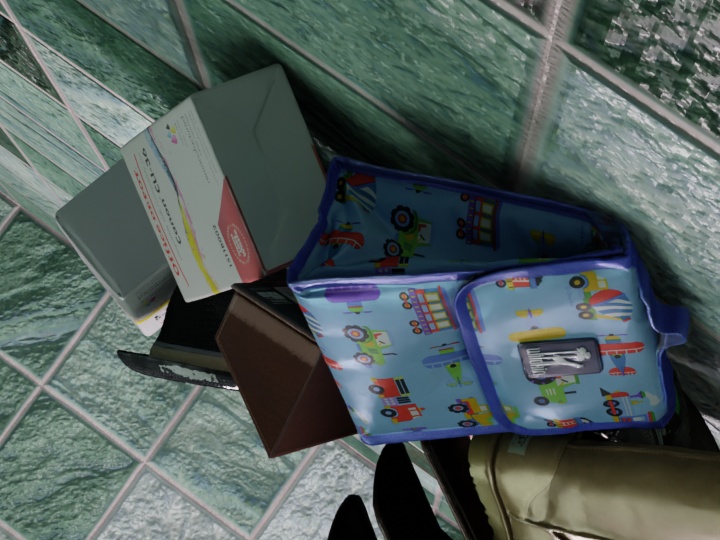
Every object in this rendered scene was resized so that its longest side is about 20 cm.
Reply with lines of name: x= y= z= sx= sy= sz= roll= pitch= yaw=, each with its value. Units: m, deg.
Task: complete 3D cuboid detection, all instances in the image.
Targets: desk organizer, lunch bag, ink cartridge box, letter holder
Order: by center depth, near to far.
lunch bag: x=0.082 y=0.024 z=0.912 sx=0.198 sy=0.095 sz=0.151 roll=3 pitch=141 yaw=23
desk organizer: x=-0.023 y=0.056 z=1.048 sx=0.071 sy=0.078 sz=0.200 roll=31 pitch=-168 yaw=19
ink cartridge box: x=-0.090 y=-0.048 z=1.080 sx=0.118 sy=0.067 sz=0.200 roll=67 pitch=157 yaw=-2
letter holder: x=0.031 y=0.160 z=1.101 sx=0.200 sy=0.100 sz=0.143 roll=-53 pitch=-61 yaw=-82
ink cartridge box: x=-0.142 y=-0.037 z=1.283 sx=0.084 sy=0.144 sz=0.200 roll=49 pitch=172 yaw=6

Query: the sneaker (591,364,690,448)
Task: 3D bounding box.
sneaker: x=0.118 y=0.072 z=1.017 sx=0.199 sy=0.085 sz=0.079 roll=26 pitch=135 yaw=45

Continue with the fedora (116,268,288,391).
fedora: x=-0.081 y=0.041 z=1.250 sx=0.198 sy=0.093 sz=0.201 roll=8 pitch=178 yaw=0

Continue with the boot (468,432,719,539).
boot: x=0.170 y=0.162 z=0.964 sx=0.198 sy=0.066 sz=0.176 roll=7 pitch=140 yaw=39

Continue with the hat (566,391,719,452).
hat: x=0.178 y=0.132 z=1.092 sx=0.080 sy=0.203 sz=0.200 roll=-5 pitch=-157 yaw=-42
